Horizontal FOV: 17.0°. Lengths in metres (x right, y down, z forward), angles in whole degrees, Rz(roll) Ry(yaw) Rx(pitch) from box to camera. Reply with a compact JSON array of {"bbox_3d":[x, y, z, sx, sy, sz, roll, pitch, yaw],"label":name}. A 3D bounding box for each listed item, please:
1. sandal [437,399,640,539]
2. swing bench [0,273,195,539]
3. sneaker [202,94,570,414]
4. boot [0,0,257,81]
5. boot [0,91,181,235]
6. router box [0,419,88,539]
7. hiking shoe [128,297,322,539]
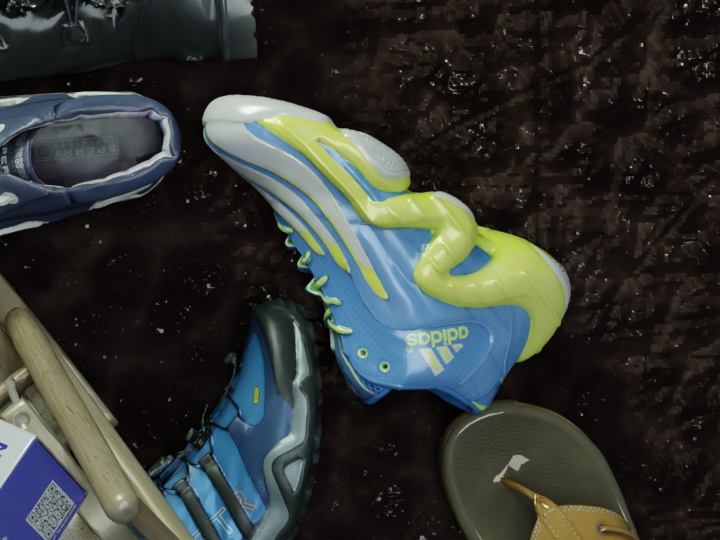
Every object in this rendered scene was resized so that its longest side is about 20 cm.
[{"bbox_3d":[0.108,0.151,1.168,0.080,0.054,0.200,-27,94,-9],"label":"sandal"},{"bbox_3d":[-0.193,0.123,1.061,0.199,0.200,0.130,-37,140,-3],"label":"swing bench"},{"bbox_3d":[0.000,0.000,1.136,0.200,0.076,0.105,29,80,-9],"label":"sneaker"},{"bbox_3d":[-0.154,-0.170,1.124,0.200,0.066,0.165,-5,89,-5],"label":"boot"},{"bbox_3d":[-0.181,-0.049,1.100,0.200,0.090,0.073,-14,92,-10],"label":"boot"},{"bbox_3d":[-0.235,0.130,0.958,0.179,0.049,0.200,20,67,34],"label":"router box"},{"bbox_3d":[-0.072,0.107,1.127,0.087,0.074,0.200,13,88,-10],"label":"hiking shoe"}]
